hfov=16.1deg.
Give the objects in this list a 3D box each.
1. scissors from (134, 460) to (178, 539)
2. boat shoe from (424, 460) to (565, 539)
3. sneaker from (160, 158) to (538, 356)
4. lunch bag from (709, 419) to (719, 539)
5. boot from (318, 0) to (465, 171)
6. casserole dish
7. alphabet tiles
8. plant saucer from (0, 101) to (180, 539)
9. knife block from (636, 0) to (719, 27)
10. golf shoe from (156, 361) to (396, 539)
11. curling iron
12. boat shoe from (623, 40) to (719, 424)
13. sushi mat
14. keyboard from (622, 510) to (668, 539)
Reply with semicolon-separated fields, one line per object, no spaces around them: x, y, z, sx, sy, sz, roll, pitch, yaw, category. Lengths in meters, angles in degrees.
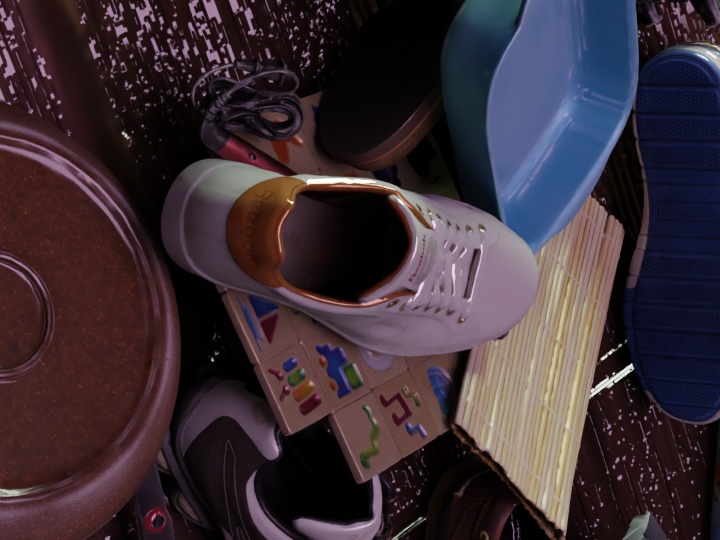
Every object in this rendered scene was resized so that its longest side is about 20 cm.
-0.086;0.119;1.126;0.073;0.014;0.200;-5;106;-33;scissors
0.070;0.195;1.245;0.070;0.070;0.200;-12;103;-27;boat shoe
0.016;0.001;1.075;0.200;0.085;0.073;10;91;-41;sneaker
0.296;0.090;1.344;0.124;0.200;0.170;-2;94;-40;lunch bag
0.051;-0.106;1.198;0.200;0.074;0.075;-56;136;-33;boot
0.080;-0.087;1.162;0.121;0.039;0.200;-55;157;-20;casserole dish
0.000;0.000;1.152;0.200;0.006;0.166;-26;92;-55;alphabet tiles
-0.154;0.020;1.028;0.200;0.034;0.200;10;72;-32;plant saucer
0.158;-0.229;1.287;0.176;0.064;0.200;16;84;-41;knife block
-0.018;0.128;1.151;0.078;0.094;0.200;-54;126;-23;golf shoe
0.002;-0.026;1.126;0.050;0.026;0.200;-46;119;4;curling iron
0.184;-0.021;1.320;0.072;0.072;0.200;-26;121;-58;boat shoe
0.089;0.025;1.235;0.096;0.012;0.200;46;43;-32;sushi mat
0.145;0.211;1.294;0.127;0.021;0.200;-64;151;-17;keyboard
